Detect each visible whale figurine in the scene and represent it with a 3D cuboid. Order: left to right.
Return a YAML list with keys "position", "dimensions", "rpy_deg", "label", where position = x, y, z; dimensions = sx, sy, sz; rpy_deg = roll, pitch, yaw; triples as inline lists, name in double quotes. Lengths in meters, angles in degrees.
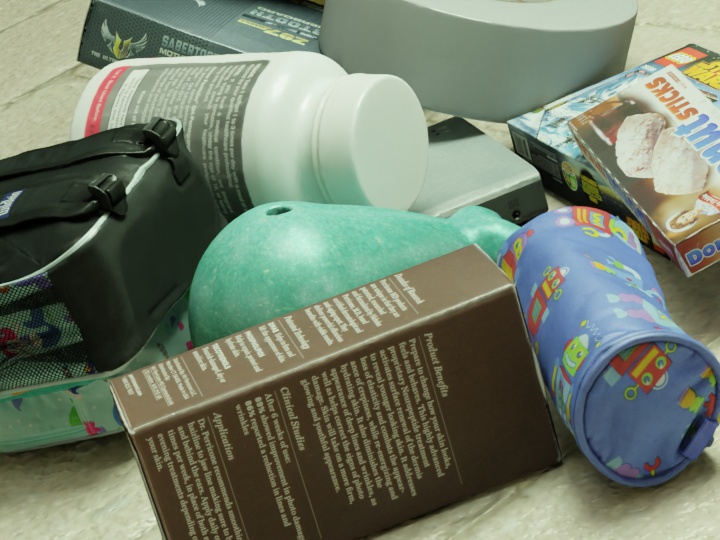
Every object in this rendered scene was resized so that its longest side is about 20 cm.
- position: [0.000, 0.000, 1.430]
  dimensions: [0.199, 0.104, 0.159]
  rpy_deg: [-23, 23, -16]
  label: "whale figurine"

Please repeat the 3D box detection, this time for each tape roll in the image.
- position: [0.075, -0.160, 1.691]
  dimensions: [0.199, 0.067, 0.201]
  rpy_deg: [9, 22, -4]
  label: "tape roll"

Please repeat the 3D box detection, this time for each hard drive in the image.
- position: [-0.003, -0.030, 1.590]
  dimensions: [0.199, 0.033, 0.140]
  rpy_deg: [-22, 24, -12]
  label: "hard drive"

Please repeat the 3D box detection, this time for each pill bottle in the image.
- position: [-0.064, -0.072, 1.541]
  dimensions: [0.199, 0.111, 0.111]
  rpy_deg: [1, 28, 34]
  label: "pill bottle"

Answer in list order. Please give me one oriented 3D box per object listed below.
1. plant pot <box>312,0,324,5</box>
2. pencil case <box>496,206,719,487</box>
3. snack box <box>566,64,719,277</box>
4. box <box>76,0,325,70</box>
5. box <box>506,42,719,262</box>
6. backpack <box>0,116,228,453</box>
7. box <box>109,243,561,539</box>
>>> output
- position: [0.053, -0.316, 2.012]
  dimensions: [0.199, 0.195, 0.195]
  rpy_deg: [9, 33, 37]
  label: "plant pot"
- position: [0.124, 0.034, 1.306]
  dimensions: [0.078, 0.086, 0.200]
  rpy_deg: [-60, 17, 14]
  label: "pencil case"
- position: [0.174, -0.058, 1.436]
  dimensions: [0.072, 0.024, 0.200]
  rpy_deg: [-28, 25, 0]
  label: "snack box"
- position: [-0.068, -0.144, 1.732]
  dimensions: [0.199, 0.051, 0.158]
  rpy_deg: [20, 22, 9]
  label: "box"
- position: [0.190, -0.073, 1.547]
  dimensions: [0.136, 0.040, 0.200]
  rpy_deg: [-24, 24, -14]
  label: "box"
- position: [-0.184, 0.010, 1.471]
  dimensions: [0.199, 0.151, 0.178]
  rpy_deg: [-8, 27, 24]
  label: "backpack"
- position: [-0.012, 0.072, 1.281]
  dimensions: [0.199, 0.101, 0.075]
  rpy_deg: [-19, 23, -7]
  label: "box"
